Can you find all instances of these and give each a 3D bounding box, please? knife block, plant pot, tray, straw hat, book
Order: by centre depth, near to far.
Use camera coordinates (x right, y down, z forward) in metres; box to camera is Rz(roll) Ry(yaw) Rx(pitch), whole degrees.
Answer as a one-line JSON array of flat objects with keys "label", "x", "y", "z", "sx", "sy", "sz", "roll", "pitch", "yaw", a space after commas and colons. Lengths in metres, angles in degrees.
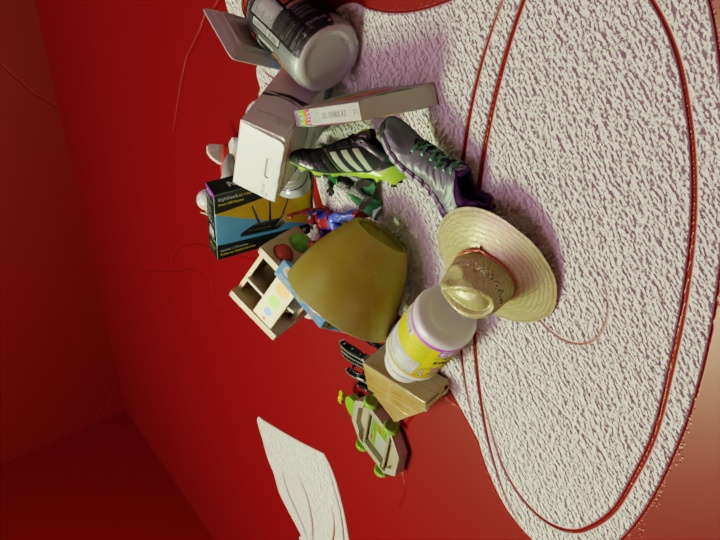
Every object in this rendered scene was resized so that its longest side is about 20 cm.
[{"label": "straw hat", "x": 0.160, "y": 0.018, "z": 1.224, "sx": 0.200, "sy": 0.085, "sz": 0.203, "roll": 32, "pitch": 146, "yaw": 25}, {"label": "book", "x": 0.003, "y": -0.239, "z": 1.331, "sx": 0.199, "sy": 0.132, "sz": 0.049, "roll": 10, "pitch": 114, "yaw": 58}, {"label": "plant pot", "x": 0.000, "y": 0.000, "z": 1.478, "sx": 0.200, "sy": 0.199, "sz": 0.143, "roll": 47, "pitch": 110, "yaw": 35}, {"label": "tray", "x": -0.170, "y": -0.386, "z": 1.511, "sx": 0.022, "sy": 0.199, "sz": 0.108, "roll": -38, "pitch": 73, "yaw": 28}, {"label": "knife block", "x": 0.048, "y": 0.172, "z": 1.580, "sx": 0.176, "sy": 0.064, "sz": 0.200, "roll": 53, "pitch": 153, "yaw": 0}]

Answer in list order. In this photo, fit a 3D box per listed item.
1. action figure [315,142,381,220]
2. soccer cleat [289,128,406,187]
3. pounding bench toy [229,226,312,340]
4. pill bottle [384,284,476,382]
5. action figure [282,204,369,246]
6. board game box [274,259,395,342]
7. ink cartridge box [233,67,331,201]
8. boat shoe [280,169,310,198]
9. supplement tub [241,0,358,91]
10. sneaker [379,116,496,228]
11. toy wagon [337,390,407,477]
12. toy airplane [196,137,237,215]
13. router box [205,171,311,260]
[{"label": "action figure", "x": -0.040, "y": -0.170, "z": 1.553, "sx": 0.200, "sy": 0.054, "sz": 0.120, "roll": 40, "pitch": 145, "yaw": 49}, {"label": "soccer cleat", "x": -0.015, "y": -0.183, "z": 1.405, "sx": 0.197, "sy": 0.068, "sz": 0.082, "roll": 8, "pitch": 111, "yaw": 13}, {"label": "pounding bench toy", "x": -0.121, "y": 0.003, "z": 1.726, "sx": 0.124, "sy": 0.200, "sz": 0.156, "roll": 44, "pitch": 126, "yaw": 7}, {"label": "pill bottle", "x": 0.103, "y": 0.110, "z": 1.433, "sx": 0.105, "sy": 0.103, "sz": 0.200, "roll": 60, "pitch": 152, "yaw": 16}, {"label": "action figure", "x": -0.065, "y": -0.078, "z": 1.617, "sx": 0.199, "sy": 0.098, "sz": 0.066, "roll": 14, "pitch": 120, "yaw": 61}, {"label": "board game box", "x": -0.038, "y": 0.056, "z": 1.571, "sx": 0.037, "sy": 0.199, "sz": 0.151, "roll": -54, "pitch": 53, "yaw": 14}, {"label": "ink cartridge box", "x": -0.126, "y": -0.237, "z": 1.487, "sx": 0.083, "sy": 0.201, "sz": 0.146, "roll": 24, "pitch": 140, "yaw": 6}, {"label": "boat shoe", "x": -0.140, "y": -0.219, "z": 1.627, "sx": 0.203, "sy": 0.074, "sz": 0.087, "roll": -107, "pitch": 1, "yaw": -46}, {"label": "supplement tub", "x": -0.102, "y": -0.386, "z": 1.431, "sx": 0.200, "sy": 0.121, "sz": 0.124, "roll": 49, "pitch": 147, "yaw": 33}, {"label": "sneaker", "x": 0.113, "y": -0.150, "z": 1.268, "sx": 0.201, "sy": 0.074, "sz": 0.087, "roll": 50, "pitch": 141, "yaw": 0}, {"label": "toy wagon", "x": 0.023, "y": 0.311, "z": 1.791, "sx": 0.200, "sy": 0.039, "sz": 0.156, "roll": 50, "pitch": 147, "yaw": 33}, {"label": "toy airplane", "x": -0.283, "y": -0.176, "z": 1.890, "sx": 0.199, "sy": 0.140, "sz": 0.202, "roll": 38, "pitch": 140, "yaw": 45}, {"label": "router box", "x": -0.190, "y": -0.116, "z": 1.698, "sx": 0.051, "sy": 0.198, "sz": 0.151, "roll": 49, "pitch": 147, "yaw": 41}]
